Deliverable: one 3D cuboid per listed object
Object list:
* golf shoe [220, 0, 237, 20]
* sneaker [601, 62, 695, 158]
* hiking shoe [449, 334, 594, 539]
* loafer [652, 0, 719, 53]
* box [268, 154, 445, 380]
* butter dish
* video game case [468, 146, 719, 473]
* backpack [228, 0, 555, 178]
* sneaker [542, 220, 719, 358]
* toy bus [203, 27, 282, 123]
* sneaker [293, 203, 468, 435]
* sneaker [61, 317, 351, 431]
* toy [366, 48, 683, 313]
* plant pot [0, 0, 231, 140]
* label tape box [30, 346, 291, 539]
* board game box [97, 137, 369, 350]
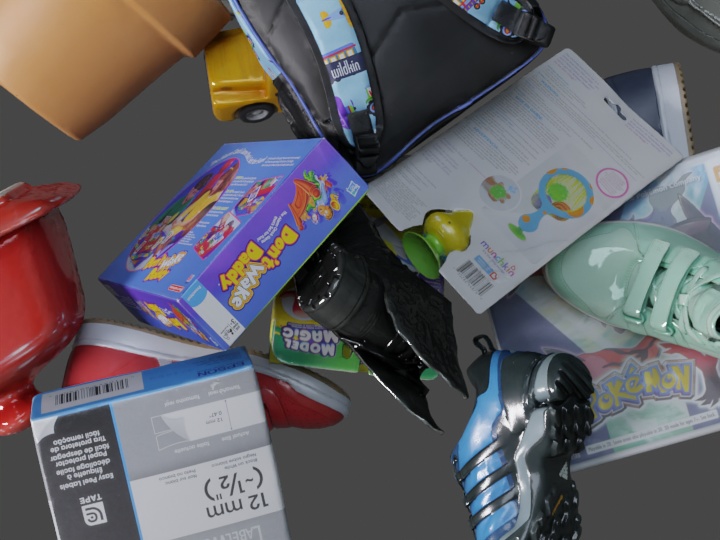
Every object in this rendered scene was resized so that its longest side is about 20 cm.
[{"bbox_3d":[-0.112,-0.288,1.189,0.078,0.097,0.201,-29,69,-4],"label":"golf shoe"},{"bbox_3d":[0.188,-0.044,1.157,0.107,0.070,0.203,-6,79,7],"label":"sneaker"},{"bbox_3d":[0.100,0.150,1.084,0.086,0.074,0.202,10,87,39],"label":"hiking shoe"},{"bbox_3d":[0.246,-0.232,1.223,0.199,0.070,0.070,39,73,11],"label":"loafer"},{"bbox_3d":[0.000,0.000,1.103,0.116,0.049,0.201,7,44,-3],"label":"box"},{"bbox_3d":[-0.254,0.039,1.067,0.198,0.199,0.149,-26,99,-2],"label":"butter dish"},{"bbox_3d":[0.189,0.029,1.104,0.198,0.023,0.184,-18,82,13],"label":"video game case"},{"bbox_3d":[0.002,-0.181,1.075,0.182,0.135,0.201,-36,93,-4],"label":"backpack"},{"bbox_3d":[0.206,0.011,1.029,0.198,0.118,0.075,17,92,16],"label":"sneaker"},{"bbox_3d":[-0.015,-0.164,1.185,0.198,0.078,0.066,-9,71,-5],"label":"toy bus"},{"bbox_3d":[0.011,0.017,1.015,0.104,0.200,0.060,34,107,-18],"label":"sneaker"},{"bbox_3d":[-0.112,0.108,1.090,0.198,0.071,0.114,11,66,10],"label":"sneaker"},{"bbox_3d":[0.107,-0.056,1.083,0.199,0.047,0.115,-34,71,-29],"label":"toy"},{"bbox_3d":[-0.209,-0.188,1.138,0.199,0.200,0.140,38,89,11],"label":"plant pot"},{"bbox_3d":[-0.118,0.164,1.027,0.142,0.066,0.202,-13,99,-9],"label":"label tape box"},{"bbox_3d":[-0.088,-0.022,1.048,0.045,0.200,0.135,46,77,-18],"label":"board game box"}]
